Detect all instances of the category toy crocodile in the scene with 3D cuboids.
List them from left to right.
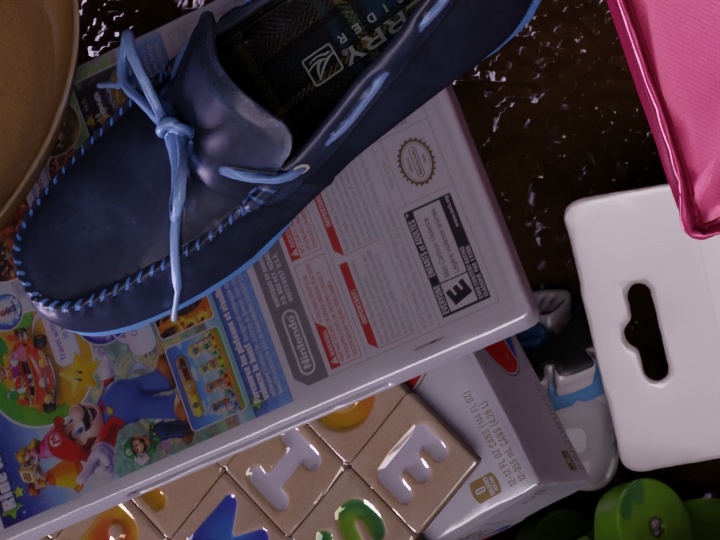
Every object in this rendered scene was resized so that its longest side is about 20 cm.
[{"bbox_3d":[0.066,0.124,0.885,0.067,0.200,0.062,-29,81,49],"label":"toy crocodile"}]

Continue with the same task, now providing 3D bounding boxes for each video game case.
[{"bbox_3d":[-0.057,-0.010,0.801,0.200,0.018,0.143,-24,75,12],"label":"video game case"}]

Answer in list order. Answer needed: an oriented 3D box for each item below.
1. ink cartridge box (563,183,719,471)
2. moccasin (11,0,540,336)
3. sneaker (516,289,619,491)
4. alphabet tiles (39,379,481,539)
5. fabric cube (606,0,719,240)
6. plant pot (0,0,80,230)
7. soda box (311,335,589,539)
[{"bbox_3d":[0.179,-0.007,0.868,0.200,0.068,0.117,-12,111,7],"label":"ink cartridge box"},{"bbox_3d":[-0.036,-0.059,0.757,0.200,0.068,0.081,-42,71,7],"label":"moccasin"},{"bbox_3d":[0.004,0.072,0.914,0.200,0.075,0.087,-9,122,11],"label":"sneaker"},{"bbox_3d":[-0.055,0.079,0.818,0.200,0.008,0.167,45,109,20],"label":"alphabet tiles"},{"bbox_3d":[0.156,-0.155,0.735,0.200,0.199,0.197,-17,112,11],"label":"fabric cube"},{"bbox_3d":[-0.183,-0.055,0.825,0.200,0.200,0.027,-17,147,11],"label":"plant pot"},{"bbox_3d":[0.000,0.000,0.835,0.064,0.068,0.200,-31,77,15],"label":"soda box"}]
